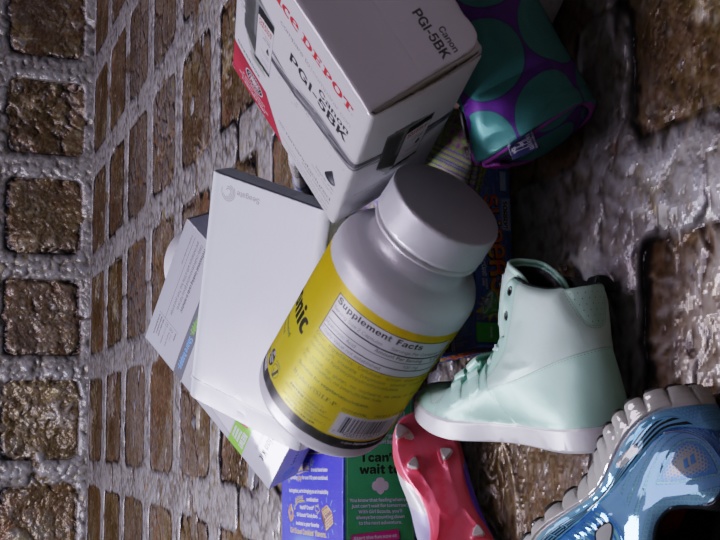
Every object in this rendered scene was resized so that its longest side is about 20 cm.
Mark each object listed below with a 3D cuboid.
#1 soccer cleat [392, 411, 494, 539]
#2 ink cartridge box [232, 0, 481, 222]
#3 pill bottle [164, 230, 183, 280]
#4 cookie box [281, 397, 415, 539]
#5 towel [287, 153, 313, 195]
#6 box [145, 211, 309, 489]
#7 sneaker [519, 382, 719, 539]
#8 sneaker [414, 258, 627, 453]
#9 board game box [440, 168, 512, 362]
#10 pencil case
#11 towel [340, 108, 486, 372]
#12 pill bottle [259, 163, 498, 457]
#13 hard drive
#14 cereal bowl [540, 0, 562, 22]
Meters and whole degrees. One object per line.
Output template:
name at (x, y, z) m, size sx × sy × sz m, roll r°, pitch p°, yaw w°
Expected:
soccer cleat at (0.069, 0.204, 0.853) m, size 0.077 × 0.066 × 0.203 m, roll 67°, pitch -174°, yaw -63°
ink cartridge box at (-0.013, -0.137, 0.720) m, size 0.148 × 0.082 × 0.200 m, roll 57°, pitch 165°, yaw 9°
pill bottle at (-0.100, -0.007, 1.079) m, size 0.198 × 0.111 × 0.115 m, roll -4°, pitch 83°, yaw 45°
cookie box at (-0.014, 0.220, 1.020) m, size 0.171 × 0.074 × 0.204 m, roll 158°, pitch 112°, yaw -66°
towel at (-0.067, -0.135, 1.091) m, size 0.201 × 0.023 × 0.149 m, roll 82°, pitch 180°, yaw -59°
box at (-0.106, 0.071, 1.003) m, size 0.200 × 0.041 × 0.157 m, roll 46°, pitch 131°, yaw 22°
sneaker at (0.150, 0.160, 0.620) m, size 0.091 × 0.077 × 0.202 m, roll -116°, pitch 35°, yaw -44°
sneaker at (0.102, 0.053, 0.746) m, size 0.199 × 0.073 × 0.120 m, roll -7°, pitch 87°, yaw 58°
board game box at (0.060, 0.005, 0.908) m, size 0.200 × 0.034 × 0.138 m, roll 158°, pitch 113°, yaw -66°
pencil case at (0.069, -0.165, 0.730) m, size 0.202 × 0.092 × 0.085 m, roll 61°, pitch -168°, yaw 4°
towel at (0.025, -0.037, 0.853) m, size 0.143 × 0.023 × 0.203 m, roll 27°, pitch 116°, yaw 35°
pill bottle at (0.014, 0.028, 0.789) m, size 0.201 × 0.110 × 0.112 m, roll -58°, pitch 35°, yaw 32°
hard drive at (-0.080, 0.031, 0.920) m, size 0.131 × 0.027 × 0.203 m, roll 20°, pitch 110°, yaw 35°
cereal bowl at (0.078, -0.252, 0.829) m, size 0.200 × 0.082 × 0.204 m, roll -178°, pitch 90°, yaw -69°
